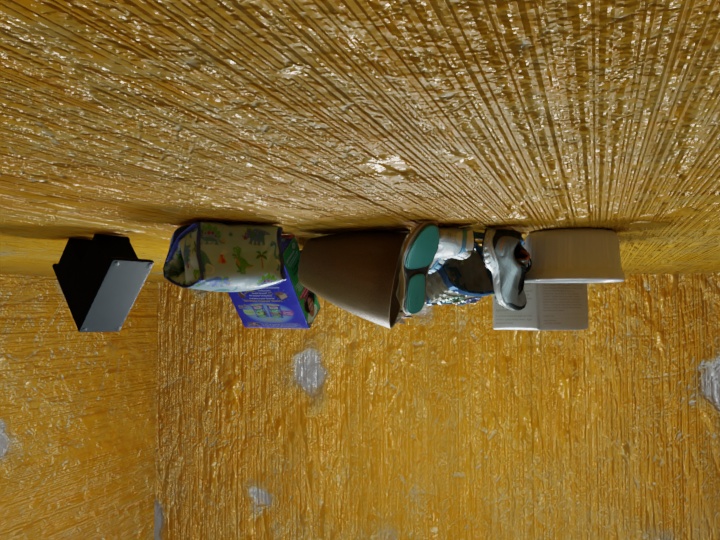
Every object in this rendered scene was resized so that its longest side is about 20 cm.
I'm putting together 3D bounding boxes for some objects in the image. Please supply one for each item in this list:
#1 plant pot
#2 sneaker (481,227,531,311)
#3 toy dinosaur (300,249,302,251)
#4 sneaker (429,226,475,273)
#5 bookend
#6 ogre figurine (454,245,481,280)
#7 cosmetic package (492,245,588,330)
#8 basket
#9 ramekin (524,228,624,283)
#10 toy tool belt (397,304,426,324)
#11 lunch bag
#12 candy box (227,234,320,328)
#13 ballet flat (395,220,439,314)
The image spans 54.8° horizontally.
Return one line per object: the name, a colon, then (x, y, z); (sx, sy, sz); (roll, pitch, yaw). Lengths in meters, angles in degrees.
plant pot: (-0.015, 0.000, 1.358); (0.197, 0.189, 0.186); (12, 179, 10)
sneaker: (0.289, 0.003, 1.314); (0.078, 0.074, 0.201); (-1, 135, 29)
toy dinosaur: (-0.198, -0.035, 1.603); (0.101, 0.078, 0.200); (22, -173, -19)
sneaker: (0.131, -0.048, 1.313); (0.086, 0.076, 0.200); (9, 162, -21)
bookend: (-0.543, -0.011, 1.452); (0.092, 0.200, 0.201); (3, -140, -47)
ogre figurine: (0.258, -0.003, 1.612); (0.097, 0.122, 0.199); (-3, -179, -44)
cosmetic package: (0.426, 0.041, 1.657); (0.163, 0.203, 0.164); (2, 176, -29)
basket: (0.221, -0.013, 1.424); (0.175, 0.140, 0.200); (1, 142, -36)
ramekin: (0.420, -0.026, 1.380); (0.198, 0.099, 0.200); (1, 177, 0)
toy tool belt: (0.080, 0.071, 1.698); (0.123, 0.125, 0.200); (-44, -164, -13)
lunch bag: (-0.250, -0.018, 1.258); (0.168, 0.129, 0.199); (1, 167, -31)
candy box: (-0.196, 0.026, 1.465); (0.167, 0.201, 0.077); (0, -139, 22)
ballet flat: (0.093, -0.013, 1.250); (0.068, 0.202, 0.063); (-7, -143, -23)
